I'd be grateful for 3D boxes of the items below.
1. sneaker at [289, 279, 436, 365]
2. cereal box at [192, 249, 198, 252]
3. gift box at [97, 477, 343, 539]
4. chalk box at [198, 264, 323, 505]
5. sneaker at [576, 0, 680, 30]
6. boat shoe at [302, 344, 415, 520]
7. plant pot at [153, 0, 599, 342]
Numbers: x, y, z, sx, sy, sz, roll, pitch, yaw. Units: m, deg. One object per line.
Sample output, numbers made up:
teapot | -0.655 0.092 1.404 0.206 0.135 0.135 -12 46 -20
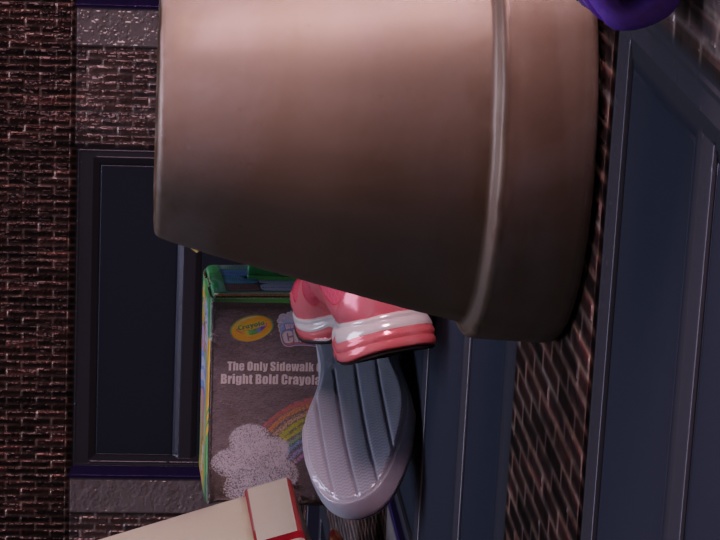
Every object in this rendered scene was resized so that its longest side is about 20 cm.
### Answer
sneaker | 0.000 0.000 1.531 0.200 0.074 0.087 -158 58 -76
cereal box | -0.055 -0.116 1.714 0.144 0.039 0.200 -50 5 38
gift box | -0.080 0.275 1.776 0.185 0.186 0.200 -106 -2 -52
chalk box | -0.053 0.059 1.851 0.124 0.124 0.201 -120 33 -79
sneaker | 0.089 -0.168 0.802 0.083 0.080 0.200 -119 18 -52
boat shoe | 0.006 0.088 1.613 0.200 0.072 0.062 -90 -20 -49
plant pot | 0.000 -0.071 1.086 0.200 0.173 0.201 -178 90 -85
